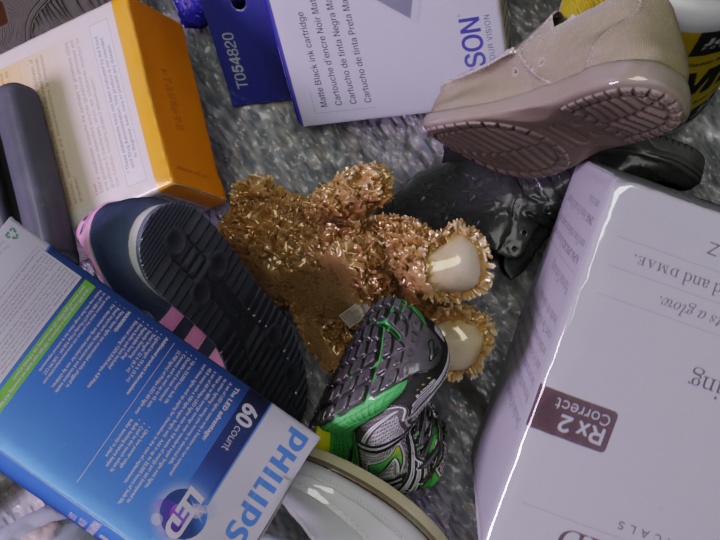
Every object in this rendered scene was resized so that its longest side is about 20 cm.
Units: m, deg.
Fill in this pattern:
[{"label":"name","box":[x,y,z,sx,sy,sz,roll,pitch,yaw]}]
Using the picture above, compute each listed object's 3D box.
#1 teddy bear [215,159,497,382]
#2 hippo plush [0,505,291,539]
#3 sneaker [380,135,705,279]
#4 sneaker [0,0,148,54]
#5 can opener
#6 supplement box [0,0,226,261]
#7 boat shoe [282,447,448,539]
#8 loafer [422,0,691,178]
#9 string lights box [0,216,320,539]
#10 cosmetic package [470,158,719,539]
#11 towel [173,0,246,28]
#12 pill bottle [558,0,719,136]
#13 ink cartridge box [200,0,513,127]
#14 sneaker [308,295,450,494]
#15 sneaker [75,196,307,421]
[{"label":"teddy bear","box":[0.000,0.000,0.748,0.198,0.067,0.146,-4,117,40]},{"label":"hippo plush","box":[-0.156,0.120,0.726,0.198,0.159,0.163,-20,70,21]},{"label":"sneaker","box":[0.110,-0.040,0.768,0.197,0.060,0.106,10,83,13]},{"label":"sneaker","box":[-0.251,-0.176,0.822,0.198,0.106,0.076,-14,110,-22]},{"label":"can opener","box":[-0.197,-0.012,0.692,0.053,0.067,0.202,-21,78,22]},{"label":"supplement box","box":[-0.198,-0.073,0.775,0.198,0.073,0.127,-19,79,19]},{"label":"boat shoe","box":[0.018,0.183,0.707,0.200,0.075,0.069,43,63,-12]},{"label":"loafer","box":[0.110,-0.101,0.673,0.075,0.199,0.069,28,73,-29]},{"label":"string lights box","box":[-0.132,0.076,0.630,0.199,0.059,0.103,36,65,-5]},{"label":"cosmetic package","box":[0.169,0.062,0.665,0.163,0.165,0.202,18,99,1]},{"label":"towel","box":[-0.069,-0.264,0.774,0.199,0.049,0.149,-27,77,35]},{"label":"pill bottle","box":[0.177,-0.166,0.694,0.113,0.200,0.116,0,72,-1]},{"label":"ink cartridge box","box":[-0.014,-0.181,0.733,0.197,0.201,0.041,-5,40,14]},{"label":"sneaker","box":[0.020,0.081,0.702,0.084,0.200,0.079,24,64,0]},{"label":"sneaker","box":[-0.099,0.031,0.741,0.081,0.201,0.070,10,50,39]}]
